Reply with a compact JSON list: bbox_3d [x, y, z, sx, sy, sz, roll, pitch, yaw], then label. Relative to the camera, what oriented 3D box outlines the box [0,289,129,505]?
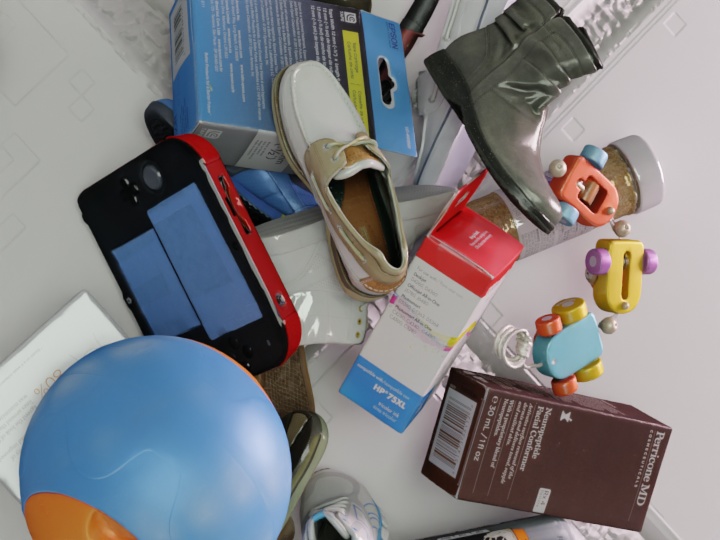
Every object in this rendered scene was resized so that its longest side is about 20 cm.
[{"bbox_3d":[-0.218,0.141,1.322,0.152,0.106,0.200,-42,96,-12],"label":"box"}]

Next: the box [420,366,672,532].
[{"bbox_3d":[0.161,0.156,1.394,0.198,0.075,0.101,13,97,-28],"label":"box"}]

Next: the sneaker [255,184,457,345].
[{"bbox_3d":[0.000,0.000,1.354,0.198,0.073,0.117,-17,105,-25],"label":"sneaker"}]

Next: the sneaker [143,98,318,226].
[{"bbox_3d":[-0.094,-0.091,1.388,0.199,0.066,0.079,38,69,-9],"label":"sneaker"}]

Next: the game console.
[{"bbox_3d":[-0.143,0.001,1.321,0.031,0.176,0.202,-29,94,-48],"label":"game console"}]

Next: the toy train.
[{"bbox_3d":[0.174,0.002,1.382,0.149,0.055,0.202,31,79,-32],"label":"toy train"}]

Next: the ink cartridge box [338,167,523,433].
[{"bbox_3d":[0.069,0.023,1.342,0.067,0.116,0.201,33,112,8],"label":"ink cartridge box"}]

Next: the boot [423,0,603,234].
[{"bbox_3d":[0.146,-0.140,1.326,0.130,0.068,0.201,-33,63,8],"label":"boot"}]

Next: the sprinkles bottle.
[{"bbox_3d":[0.171,-0.056,1.439,0.198,0.068,0.069,-22,92,-13],"label":"sprinkles bottle"}]

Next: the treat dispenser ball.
[{"bbox_3d":[-0.149,0.149,1.179,0.198,0.201,0.204,1,87,-12],"label":"treat dispenser ball"}]

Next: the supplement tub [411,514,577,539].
[{"bbox_3d":[0.089,0.284,1.377,0.197,0.122,0.124,-10,89,-13],"label":"supplement tub"}]

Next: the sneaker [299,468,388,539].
[{"bbox_3d":[-0.018,0.215,1.320,0.074,0.201,0.087,-24,122,2],"label":"sneaker"}]

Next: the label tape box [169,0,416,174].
[{"bbox_3d":[-0.059,-0.157,1.364,0.198,0.066,0.145,8,60,-26],"label":"label tape box"}]

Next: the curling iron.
[{"bbox_3d":[0.048,-0.206,1.434,0.026,0.049,0.202,38,74,-41],"label":"curling iron"}]

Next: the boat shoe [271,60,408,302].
[{"bbox_3d":[-0.008,-0.079,1.277,0.074,0.068,0.202,-21,84,-25],"label":"boat shoe"}]

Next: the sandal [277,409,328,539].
[{"bbox_3d":[-0.077,0.208,1.343,0.057,0.080,0.202,24,110,-37],"label":"sandal"}]

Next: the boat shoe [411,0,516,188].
[{"bbox_3d":[0.079,-0.157,1.431,0.065,0.074,0.202,20,87,19],"label":"boat shoe"}]

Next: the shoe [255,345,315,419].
[{"bbox_3d":[-0.078,0.097,1.385,0.069,0.053,0.203,-3,100,-27],"label":"shoe"}]

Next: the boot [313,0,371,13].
[{"bbox_3d":[-0.054,-0.296,1.385,0.075,0.097,0.201,-40,96,-11],"label":"boot"}]
